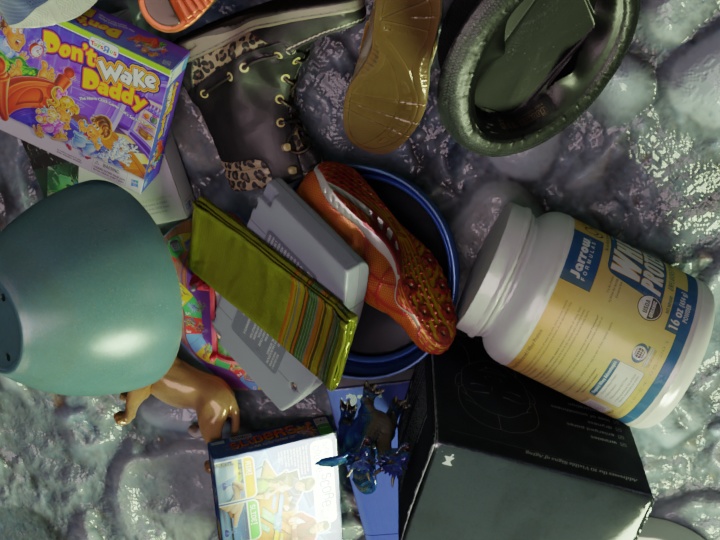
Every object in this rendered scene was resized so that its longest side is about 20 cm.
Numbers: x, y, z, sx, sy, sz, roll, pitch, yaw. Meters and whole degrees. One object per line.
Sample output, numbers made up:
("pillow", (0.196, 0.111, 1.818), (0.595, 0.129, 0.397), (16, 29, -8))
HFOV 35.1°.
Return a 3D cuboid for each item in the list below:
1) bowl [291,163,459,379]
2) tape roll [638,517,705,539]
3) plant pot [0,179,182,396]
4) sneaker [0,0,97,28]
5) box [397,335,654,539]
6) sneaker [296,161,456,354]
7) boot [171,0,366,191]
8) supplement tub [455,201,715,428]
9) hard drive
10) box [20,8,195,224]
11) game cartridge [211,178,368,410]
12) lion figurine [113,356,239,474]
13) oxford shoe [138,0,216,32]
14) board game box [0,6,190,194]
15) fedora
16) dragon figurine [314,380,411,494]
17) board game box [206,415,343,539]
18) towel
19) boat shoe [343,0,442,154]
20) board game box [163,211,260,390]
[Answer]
("bowl", (0.000, 0.000, 1.070), (0.197, 0.039, 0.204), (4, 101, 20))
("tape roll", (0.295, 0.354, 1.207), (0.199, 0.037, 0.206), (4, 115, 9))
("plant pot", (-0.277, 0.029, 1.034), (0.198, 0.134, 0.203), (14, 113, 38))
("sneaker", (-0.242, -0.294, 0.963), (0.116, 0.198, 0.081), (51, 164, 26))
("box", (0.141, 0.173, 1.046), (0.197, 0.197, 0.126), (15, 113, -5))
("sneaker", (0.013, -0.005, 1.014), (0.201, 0.073, 0.077), (53, 128, 14))
("boot", (-0.067, -0.160, 1.017), (0.197, 0.073, 0.152), (-12, 111, 21))
("supplement tub", (0.197, 0.037, 1.016), (0.198, 0.145, 0.146), (25, 118, -2))
("hard drive", (0.050, 0.199, 1.190), (0.130, 0.025, 0.203), (-7, 113, 15))
("box", (-0.255, -0.134, 1.090), (0.142, 0.036, 0.203), (-10, 111, 17))
("game cartridge", (-0.064, 0.031, 1.034), (0.134, 0.040, 0.201), (47, 136, 21))
("lion figurine", (-0.189, 0.122, 1.183), (0.198, 0.073, 0.123), (25, 119, -8))
("oxford shoe", (-0.108, -0.284, 0.975), (0.199, 0.073, 0.072), (-36, 104, 4))
("board game box", (-0.264, -0.172, 1.019), (0.198, 0.045, 0.136), (24, 126, 2))
("fedora", (0.130, -0.197, 0.933), (0.198, 0.092, 0.203), (-21, 136, -21))
("dragon figurine", (-0.004, 0.172, 1.080), (0.058, 0.100, 0.200), (30, 148, -10))
("board game box", (-0.086, 0.262, 1.210), (0.133, 0.034, 0.203), (-10, 116, -16))
("towel", (-0.085, 0.020, 1.011), (0.199, 0.018, 0.087), (37, 131, 26))
("boat shoe", (0.034, -0.189, 0.986), (0.073, 0.070, 0.201), (19, 138, -1))
("board game box", (-0.133, 0.044, 1.145), (0.158, 0.039, 0.200), (-39, 102, 25))
